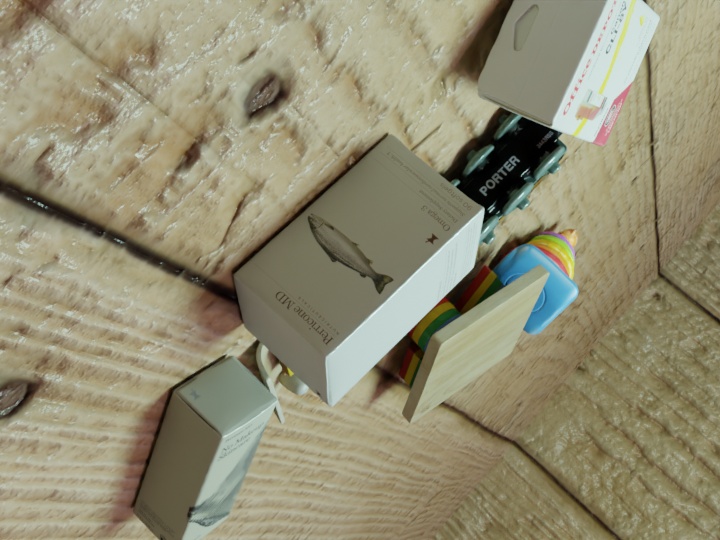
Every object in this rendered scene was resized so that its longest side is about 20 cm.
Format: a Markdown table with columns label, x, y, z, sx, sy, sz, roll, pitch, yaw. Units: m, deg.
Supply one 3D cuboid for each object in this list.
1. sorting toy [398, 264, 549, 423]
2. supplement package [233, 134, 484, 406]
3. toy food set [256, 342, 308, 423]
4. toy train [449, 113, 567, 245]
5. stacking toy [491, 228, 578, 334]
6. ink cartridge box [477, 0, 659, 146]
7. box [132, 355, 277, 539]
| label | x | y | z | sx | sy | sz | roll | pitch | yaw |
| --- | --- | --- | --- | --- | --- | --- | --- | --- | --- |
| sorting toy | 0.135 | 0.081 | 1.629 | 0.200 | 0.070 | 0.199 | -31 | 155 | -29 |
| supplement package | 0.000 | 0.000 | 1.097 | 0.200 | 0.117 | 0.117 | -43 | 161 | -19 |
| toy food set | -0.023 | 0.064 | 1.260 | 0.200 | 0.060 | 0.144 | -45 | 162 | -15 |
| toy train | 0.144 | -0.089 | 1.321 | 0.200 | 0.085 | 0.114 | -46 | 171 | -9 |
| stacking toy | 0.267 | -0.013 | 1.744 | 0.116 | 0.110 | 0.200 | -49 | 177 | 40 |
| ink cartridge box | 0.202 | -0.205 | 1.167 | 0.200 | 0.083 | 0.146 | -1 | 116 | -65 |
| box | -0.152 | 0.180 | 1.180 | 0.082 | 0.068 | 0.200 | -32 | 156 | -42 |
